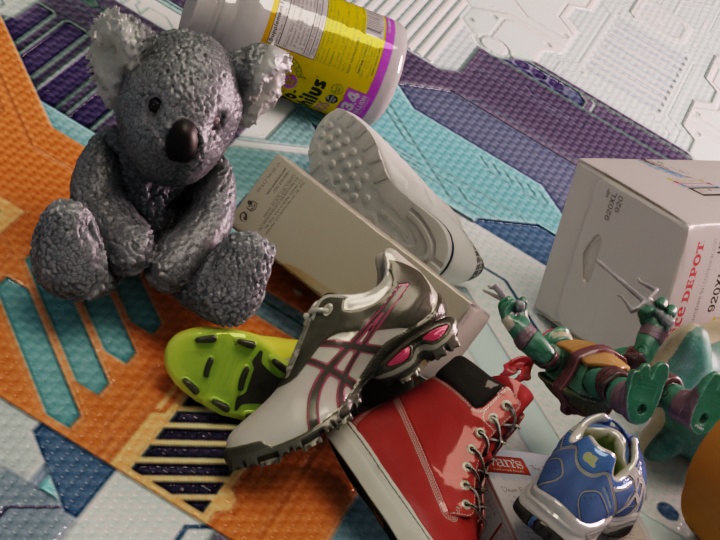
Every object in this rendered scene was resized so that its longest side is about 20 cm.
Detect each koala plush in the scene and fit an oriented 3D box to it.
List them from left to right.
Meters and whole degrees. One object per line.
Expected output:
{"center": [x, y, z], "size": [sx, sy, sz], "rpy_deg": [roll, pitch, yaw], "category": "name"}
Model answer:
{"center": [-0.145, -0.089, 1.514], "size": [0.176, 0.202, 0.184], "rpy_deg": [9, 18, -11], "category": "koala plush"}

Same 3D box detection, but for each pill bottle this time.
{"center": [-0.064, -0.211, 1.879], "size": [0.198, 0.105, 0.105], "rpy_deg": [19, 32, -15], "category": "pill bottle"}

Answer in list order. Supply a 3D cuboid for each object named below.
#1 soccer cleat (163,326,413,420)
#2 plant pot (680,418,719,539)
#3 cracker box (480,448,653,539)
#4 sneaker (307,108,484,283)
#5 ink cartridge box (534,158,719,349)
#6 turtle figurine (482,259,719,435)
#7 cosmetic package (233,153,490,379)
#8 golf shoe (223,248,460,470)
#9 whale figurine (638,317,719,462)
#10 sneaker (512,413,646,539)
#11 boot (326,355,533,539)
{"center": [-0.057, 0.078, 1.526], "size": [0.198, 0.065, 0.084], "rpy_deg": [9, 6, -23], "category": "soccer cleat"}
{"center": [0.353, 0.192, 1.567], "size": [0.199, 0.202, 0.183], "rpy_deg": [-6, 30, -43], "category": "plant pot"}
{"center": [0.156, 0.221, 1.474], "size": [0.133, 0.058, 0.201], "rpy_deg": [10, 36, -30], "category": "cracker box"}
{"center": [0.029, -0.061, 1.782], "size": [0.080, 0.077, 0.201], "rpy_deg": [5, 42, -52], "category": "sneaker"}
{"center": [0.282, -0.004, 1.785], "size": [0.199, 0.149, 0.144], "rpy_deg": [-3, 26, -40], "category": "ink cartridge box"}
{"center": [0.182, 0.064, 1.555], "size": [0.148, 0.102, 0.200], "rpy_deg": [-9, 23, -28], "category": "turtle figurine"}
{"center": [0.000, 0.000, 1.621], "size": [0.199, 0.071, 0.105], "rpy_deg": [38, 2, 15], "category": "cosmetic package"}
{"center": [-0.026, 0.068, 1.461], "size": [0.199, 0.077, 0.088], "rpy_deg": [-35, 95, -19], "category": "golf shoe"}
{"center": [0.292, 0.100, 1.656], "size": [0.104, 0.159, 0.200], "rpy_deg": [43, 8, 27], "category": "whale figurine"}
{"center": [0.175, 0.144, 1.457], "size": [0.075, 0.077, 0.200], "rpy_deg": [37, 17, 11], "category": "sneaker"}
{"center": [0.081, 0.150, 1.436], "size": [0.143, 0.073, 0.200], "rpy_deg": [-30, 52, -7], "category": "boot"}
